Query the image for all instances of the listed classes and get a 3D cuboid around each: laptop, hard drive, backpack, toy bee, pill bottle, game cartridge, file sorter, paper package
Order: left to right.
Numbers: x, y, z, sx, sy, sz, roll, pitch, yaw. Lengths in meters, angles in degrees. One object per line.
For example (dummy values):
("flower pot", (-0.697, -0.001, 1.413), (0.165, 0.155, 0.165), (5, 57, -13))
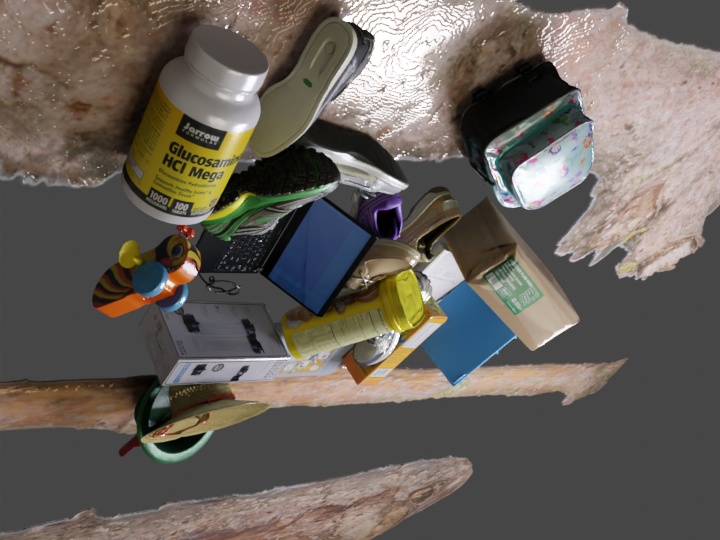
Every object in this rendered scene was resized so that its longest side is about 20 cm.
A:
("toy bee", (-0.251, -0.003, 1.044), (0.199, 0.109, 0.131), (-1, 153, -2))
("pill bottle", (-0.177, -0.156, 0.861), (0.112, 0.113, 0.200), (0, 137, -40))
("laptop", (-0.113, -0.024, 1.108), (0.199, 0.104, 0.178), (1, 136, -41))
("game cartridge", (-0.093, 0.137, 1.417), (0.199, 0.042, 0.133), (4, 138, -43))
("hard drive", (0.119, 0.034, 1.463), (0.200, 0.026, 0.132), (-46, 146, 23))
("file sorter", (0.219, 0.105, 1.521), (0.200, 0.139, 0.123), (-40, 164, 6))
("paper package", (0.248, 0.005, 1.325), (0.103, 0.191, 0.200), (-38, 118, 13))
("backpack", (0.252, -0.182, 1.172), (0.177, 0.151, 0.200), (-32, 153, -1))

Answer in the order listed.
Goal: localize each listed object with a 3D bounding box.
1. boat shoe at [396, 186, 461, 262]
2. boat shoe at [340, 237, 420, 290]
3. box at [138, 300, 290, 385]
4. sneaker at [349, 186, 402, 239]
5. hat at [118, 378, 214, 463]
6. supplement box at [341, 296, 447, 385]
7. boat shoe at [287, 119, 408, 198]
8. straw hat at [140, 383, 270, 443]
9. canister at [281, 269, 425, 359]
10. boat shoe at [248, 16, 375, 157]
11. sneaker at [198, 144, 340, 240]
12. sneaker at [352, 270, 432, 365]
("boat shoe", (0.087, -0.041, 1.280), (0.071, 0.076, 0.200), (-1, 140, -44))
("boat shoe", (0.000, 0.000, 1.180), (0.199, 0.065, 0.072), (-7, 148, 36))
("box", (-0.216, 0.107, 1.192), (0.199, 0.117, 0.060), (3, 135, -44))
("sneaker", (0.020, -0.056, 1.198), (0.080, 0.084, 0.200), (-19, 147, -19))
("hat", (-0.350, 0.221, 1.329), (0.201, 0.175, 0.166), (-58, 136, -18))
("supplement box", (0.061, 0.124, 1.444), (0.200, 0.067, 0.069), (-45, 152, 19))
("boat shoe", (-0.019, -0.142, 1.061), (0.201, 0.075, 0.065), (12, 135, -43))
("straw hat", (-0.244, 0.194, 1.217), (0.200, 0.086, 0.201), (-16, 163, -5))
("canister", (-0.011, 0.070, 1.261), (0.199, 0.087, 0.148), (-18, -177, 16))
("boat shoe", (-0.059, -0.207, 0.935), (0.200, 0.072, 0.068), (-45, 168, 28))
("sneaker", (-0.115, -0.094, 1.000), (0.199, 0.078, 0.085), (-14, 145, 19))
("sneaker", (0.036, 0.080, 1.375), (0.085, 0.077, 0.201), (6, 121, -56))
